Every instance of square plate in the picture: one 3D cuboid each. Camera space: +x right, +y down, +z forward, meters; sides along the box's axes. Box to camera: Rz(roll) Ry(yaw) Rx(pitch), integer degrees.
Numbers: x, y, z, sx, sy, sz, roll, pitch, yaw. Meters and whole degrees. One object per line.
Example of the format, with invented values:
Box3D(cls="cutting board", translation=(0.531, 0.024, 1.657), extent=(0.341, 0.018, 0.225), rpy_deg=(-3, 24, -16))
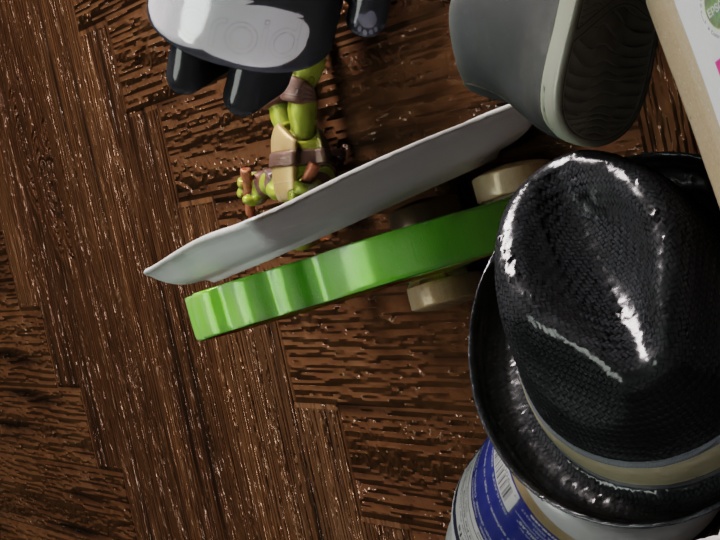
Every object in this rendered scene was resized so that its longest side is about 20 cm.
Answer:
Box3D(cls="square plate", translation=(-0.009, -0.041, 1.266), extent=(0.029, 0.198, 0.200), rpy_deg=(67, 157, -2))

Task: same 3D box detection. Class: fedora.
Box3D(cls="fedora", translation=(0.119, 0.014, 1.009), extent=(0.092, 0.200, 0.201), rpy_deg=(45, -173, -49))

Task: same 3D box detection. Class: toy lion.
Box3D(cls="toy lion", translation=(0.000, 0.000, 1.269), extent=(0.200, 0.191, 0.069), rpy_deg=(-20, 85, 66))

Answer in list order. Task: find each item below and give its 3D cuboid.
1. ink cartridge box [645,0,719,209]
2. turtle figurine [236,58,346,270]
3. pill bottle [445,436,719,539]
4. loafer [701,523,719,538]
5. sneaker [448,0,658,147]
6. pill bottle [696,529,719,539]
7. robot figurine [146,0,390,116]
Box3D(cls="ink cartridge box", translation=(0.213, -0.080, 0.894), extent=(0.200, 0.075, 0.165), rpy_deg=(-40, 67, 65))
Box3D(cls="turtle figurine", translation=(-0.041, -0.082, 1.479), extent=(0.200, 0.064, 0.162), rpy_deg=(-177, 82, -75))
Box3D(cls="pill bottle", translation=(0.113, 0.123, 1.171), extent=(0.200, 0.115, 0.116), rpy_deg=(117, 135, -63))
Box3D(cls="loafer", translation=(0.167, 0.185, 1.145), extent=(0.073, 0.071, 0.200), rpy_deg=(62, 153, 30))
Box3D(cls="sneaker", translation=(0.099, -0.166, 1.034), extent=(0.106, 0.075, 0.201), rpy_deg=(28, 103, 52))
Box3D(cls="pill bottle", translation=(0.209, 0.122, 0.852), extent=(0.111, 0.199, 0.111), rpy_deg=(44, 141, 51))
Box3D(cls="robot figurine", translation=(-0.064, -0.202, 1.370), extent=(0.125, 0.150, 0.201), rpy_deg=(-122, 40, -56))
